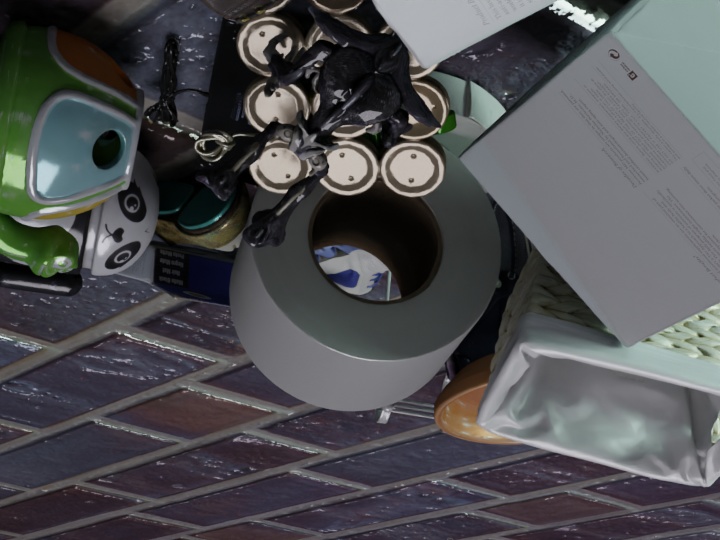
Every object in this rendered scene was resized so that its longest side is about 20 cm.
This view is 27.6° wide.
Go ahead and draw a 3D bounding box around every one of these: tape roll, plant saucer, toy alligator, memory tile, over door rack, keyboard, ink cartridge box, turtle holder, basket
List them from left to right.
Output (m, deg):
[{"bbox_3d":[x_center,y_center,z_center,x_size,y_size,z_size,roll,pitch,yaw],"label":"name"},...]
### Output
[{"bbox_3d":[-0.239,-0.092,1.120,0.131,0.186,0.141,9,174,-14],"label":"turtle holder"},{"bbox_3d":[-0.139,0.005,1.406,0.199,0.041,0.200,12,-178,-38],"label":"ink cartridge box"},{"bbox_3d":[-0.106,-0.139,1.161,0.127,0.021,0.200,17,146,-3],"label":"keyboard"},{"bbox_3d":[-0.026,-0.116,1.117,0.199,0.054,0.059,-5,123,9],"label":"toy alligator"},{"bbox_3d":[-0.012,-0.141,1.054,0.153,0.017,0.200,1,124,6],"label":"memory tile"},{"bbox_3d":[0.000,0.000,1.187,0.202,0.203,0.139,7,156,-9],"label":"tape roll"},{"bbox_3d":[0.027,-0.107,1.232,0.202,0.037,0.203,3,157,1],"label":"tape roll"},{"bbox_3d":[0.089,0.063,1.439,0.147,0.200,0.067,11,147,-14],"label":"over door rack"},{"bbox_3d":[0.164,0.109,1.311,0.200,0.038,0.200,-4,157,-2],"label":"plant saucer"},{"bbox_3d":[0.205,0.067,1.143,0.199,0.124,0.136,14,142,-4],"label":"basket"}]

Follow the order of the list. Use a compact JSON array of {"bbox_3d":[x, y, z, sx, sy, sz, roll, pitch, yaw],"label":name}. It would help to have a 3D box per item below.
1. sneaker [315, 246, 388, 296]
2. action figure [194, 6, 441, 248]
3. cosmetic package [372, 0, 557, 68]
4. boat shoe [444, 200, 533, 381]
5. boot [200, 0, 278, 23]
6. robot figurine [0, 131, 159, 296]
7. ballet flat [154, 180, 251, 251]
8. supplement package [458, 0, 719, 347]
[{"bbox_3d":[0.010,-0.028,1.392,0.199,0.081,0.115,0,162,27],"label":"sneaker"},{"bbox_3d":[-0.024,-0.111,1.005,0.119,0.102,0.200,40,115,-16],"label":"action figure"},{"bbox_3d":[0.094,-0.210,0.830,0.200,0.071,0.101,-25,132,20],"label":"cosmetic package"},{"bbox_3d":[0.119,0.022,1.342,0.093,0.201,0.075,-12,-159,-15],"label":"boat shoe"},{"bbox_3d":[-0.028,-0.207,0.957,0.200,0.069,0.174,32,142,-32],"label":"boot"},{"bbox_3d":[-0.274,-0.062,1.267,0.199,0.125,0.150,10,156,-10],"label":"robot figurine"},{"bbox_3d":[-0.136,-0.046,1.302,0.071,0.071,0.200,18,175,-31],"label":"ballet flat"},{"bbox_3d":[0.216,-0.085,1.010,0.191,0.147,0.200,48,149,-2],"label":"supplement package"}]
